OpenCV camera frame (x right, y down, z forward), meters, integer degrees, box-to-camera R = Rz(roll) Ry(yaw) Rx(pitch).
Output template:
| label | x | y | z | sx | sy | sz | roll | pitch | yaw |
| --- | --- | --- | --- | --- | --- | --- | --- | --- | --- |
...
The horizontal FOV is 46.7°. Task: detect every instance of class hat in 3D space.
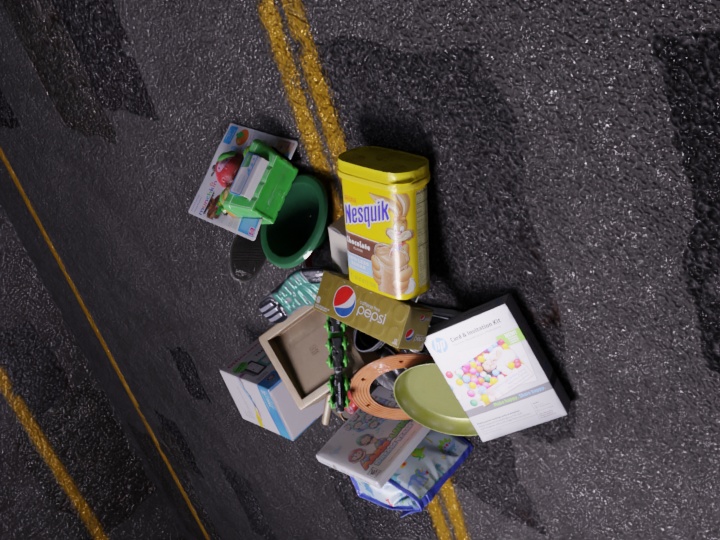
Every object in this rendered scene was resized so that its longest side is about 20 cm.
| label | x | y | z | sx | sy | sz | roll | pitch | yaw |
| --- | --- | --- | --- | --- | --- | --- | --- | --- | --- |
| hat | -0.068 | -0.066 | 1.493 | 0.175 | 0.168 | 0.199 | 21 | -179 | -42 |

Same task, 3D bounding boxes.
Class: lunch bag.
| label | x | y | z | sx | sy | sz | roll | pitch | yaw |
| --- | --- | --- | --- | --- | --- | --- | --- | --- | --- |
| lunch bag | 0.095 | 0.368 | 1.588 | 0.198 | 0.170 | 0.129 | 3 | 126 | 49 |

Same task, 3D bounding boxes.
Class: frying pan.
| label | x | y | z | sx | sy | sz | roll | pitch | yaw |
| --- | --- | --- | --- | --- | --- | --- | --- | --- | --- |
| frying pan | 0.071 | 0.189 | 1.579 | 0.116 | 0.031 | 0.189 | 59 | 152 | -11 |

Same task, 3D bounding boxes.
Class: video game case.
| label | x | y | z | sx | sy | sz | roll | pitch | yaw |
| --- | --- | --- | --- | --- | --- | --- | --- | --- | --- |
| video game case | 0.036 | 0.309 | 1.577 | 0.180 | 0.200 | 0.024 | 9 | 135 | 49 |

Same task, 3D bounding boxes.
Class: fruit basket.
| label | x | y | z | sx | sy | sz | roll | pitch | yaw |
| --- | --- | --- | --- | --- | --- | --- | --- | --- | --- |
| fruit basket | -0.213 | -0.164 | 1.469 | 0.198 | 0.188 | 0.093 | 23 | 175 | 35 |

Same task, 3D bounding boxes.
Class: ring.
| label | x | y | z | sx | sy | sz | roll | pitch | yaw |
| --- | --- | --- | --- | --- | --- | --- | --- | --- | --- |
| ring | 0.079 | 0.204 | 1.477 | 0.196 | 0.019 | 0.202 | -1 | 139 | -1 |

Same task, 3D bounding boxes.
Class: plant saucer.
| label | x | y | z | sx | sy | sz | roll | pitch | yaw |
| --- | --- | --- | --- | --- | --- | --- | --- | --- | --- |
| plant saucer | 0.154 | 0.212 | 1.422 | 0.196 | 0.031 | 0.202 | 11 | 138 | 10 |

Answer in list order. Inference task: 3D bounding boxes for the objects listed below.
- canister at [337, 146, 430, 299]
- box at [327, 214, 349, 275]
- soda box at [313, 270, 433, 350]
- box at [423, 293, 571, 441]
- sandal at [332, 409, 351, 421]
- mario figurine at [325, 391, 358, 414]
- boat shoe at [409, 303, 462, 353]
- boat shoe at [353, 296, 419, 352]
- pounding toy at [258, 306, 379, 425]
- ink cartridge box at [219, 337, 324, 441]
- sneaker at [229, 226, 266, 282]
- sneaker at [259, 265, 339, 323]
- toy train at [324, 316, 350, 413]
| label | x | y | z | sx | sy | sz | roll | pitch | yaw |
| --- | --- | --- | --- | --- | --- | --- | --- | --- | --- |
| canister | 0.039 | -0.071 | 1.258 | 0.147 | 0.086 | 0.203 | 19 | 124 | 41 |
| box | 0.000 | 0.000 | 1.440 | 0.082 | 0.068 | 0.202 | 31 | 143 | 31 |
| soda box | 0.018 | 0.061 | 1.321 | 0.198 | 0.063 | 0.069 | 21 | 97 | 41 |
| box | 0.209 | 0.153 | 1.283 | 0.154 | 0.041 | 0.202 | -25 | 101 | 30 |
| sandal | -0.011 | 0.300 | 1.771 | 0.198 | 0.054 | 0.083 | 5 | 126 | 51 |
| mario figurine | -0.072 | 0.220 | 1.714 | 0.200 | 0.106 | 0.123 | 46 | -166 | 22 |
| boat shoe | 0.102 | 0.102 | 1.404 | 0.199 | 0.071 | 0.073 | -9 | 115 | 56 |
| boat shoe | 0.044 | 0.058 | 1.389 | 0.074 | 0.062 | 0.202 | 35 | 117 | 12 |
| pounding toy | -0.070 | 0.173 | 1.580 | 0.202 | 0.183 | 0.142 | 57 | -165 | 9 |
| ink cartridge box | -0.187 | 0.258 | 1.875 | 0.198 | 0.146 | 0.148 | 9 | 130 | 48 |
| sneaker | -0.210 | -0.072 | 1.568 | 0.082 | 0.204 | 0.121 | 14 | 169 | -11 |
| sneaker | -0.101 | 0.022 | 1.490 | 0.198 | 0.088 | 0.075 | -25 | 111 | 40 |
| toy train | -0.040 | 0.146 | 1.465 | 0.056 | 0.041 | 0.204 | -100 | 7 | -88 |
